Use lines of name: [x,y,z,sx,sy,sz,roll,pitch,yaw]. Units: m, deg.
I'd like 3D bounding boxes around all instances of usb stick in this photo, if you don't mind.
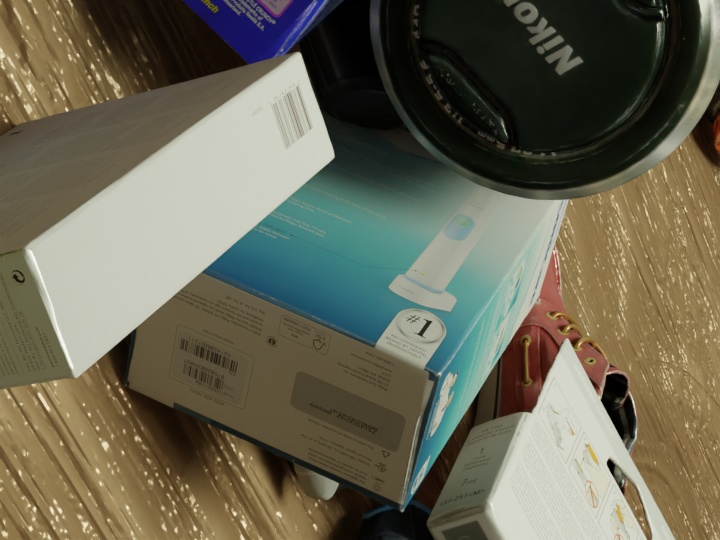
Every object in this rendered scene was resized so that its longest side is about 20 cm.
usb stick: [-0.022,-0.154,0.966,0.055,0.033,0.201,5,50,-34]

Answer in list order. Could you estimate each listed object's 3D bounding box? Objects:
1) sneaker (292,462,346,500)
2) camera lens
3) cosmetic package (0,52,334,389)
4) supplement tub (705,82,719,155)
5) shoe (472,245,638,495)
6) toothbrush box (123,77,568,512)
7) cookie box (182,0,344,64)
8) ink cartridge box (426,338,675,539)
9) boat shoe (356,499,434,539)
sneaker: [0.016,0.057,1.020,0.200,0.075,0.116,-36,117,-46]
camera lens: [0.098,-0.129,0.902,0.200,0.159,0.161,-50,125,-70]
cosmetic package: [-0.119,-0.015,0.720,0.200,0.150,0.052,-44,121,-54]
supplement tub: [0.344,-0.191,1.584,0.122,0.122,0.202,39,50,-49]
shoe: [0.124,0.056,1.170,0.071,0.090,0.202,41,48,-47]
toothbrush box: [0.000,0.000,0.907,0.200,0.145,0.086,-53,162,-51]
cookie box: [-0.049,-0.210,0.904,0.171,0.075,0.200,43,37,-3]
ink cartridge box: [0.120,0.164,1.053,0.201,0.043,0.174,61,29,-16]
boat shoe: [0.045,0.221,1.013,0.201,0.084,0.069,56,17,-14]
